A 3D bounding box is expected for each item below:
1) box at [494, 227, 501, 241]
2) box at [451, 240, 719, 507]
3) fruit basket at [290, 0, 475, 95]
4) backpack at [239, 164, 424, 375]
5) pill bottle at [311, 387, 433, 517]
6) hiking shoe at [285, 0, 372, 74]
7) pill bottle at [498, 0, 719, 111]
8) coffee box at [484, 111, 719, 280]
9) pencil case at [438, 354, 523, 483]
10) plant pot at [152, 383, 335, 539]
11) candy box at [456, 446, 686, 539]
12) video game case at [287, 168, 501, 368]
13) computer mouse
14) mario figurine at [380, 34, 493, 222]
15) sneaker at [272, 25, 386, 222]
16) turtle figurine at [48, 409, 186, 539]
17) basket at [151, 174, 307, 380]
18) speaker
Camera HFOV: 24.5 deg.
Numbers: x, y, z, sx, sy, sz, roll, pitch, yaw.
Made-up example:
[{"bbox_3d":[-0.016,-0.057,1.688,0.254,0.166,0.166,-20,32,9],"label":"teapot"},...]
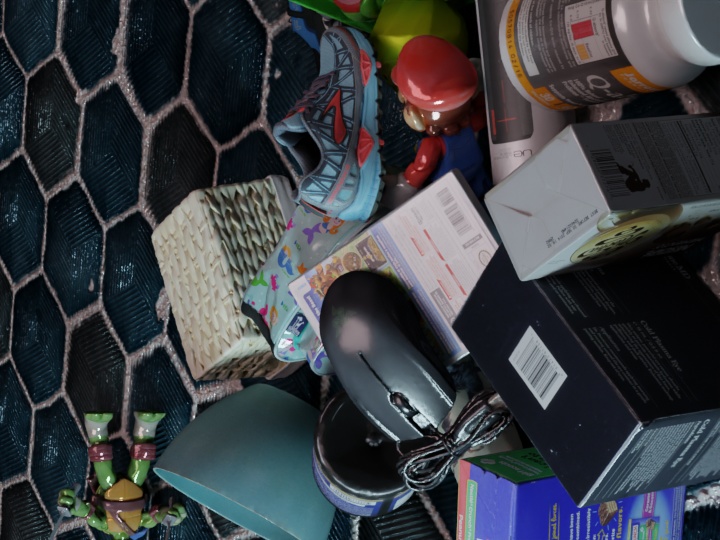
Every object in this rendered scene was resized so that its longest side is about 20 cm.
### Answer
[{"bbox_3d":[0.160,-0.033,1.459,0.200,0.082,0.049,-40,78,47],"label":"box"},{"bbox_3d":[0.209,0.073,1.332,0.200,0.182,0.104,56,135,33],"label":"box"},{"bbox_3d":[0.037,-0.252,1.567,0.216,0.155,0.216,-27,55,47],"label":"fruit basket"},{"bbox_3d":[0.000,0.000,1.602,0.151,0.177,0.200,45,120,36],"label":"backpack"},{"bbox_3d":[0.008,0.179,1.607,0.200,0.112,0.112,101,154,-74],"label":"pill bottle"},{"bbox_3d":[-0.058,-0.292,1.728,0.087,0.074,0.200,-52,55,41],"label":"hiking shoe"},{"bbox_3d":[0.217,-0.199,1.347,0.200,0.116,0.117,-6,89,53],"label":"pill bottle"},{"bbox_3d":[0.213,-0.061,1.298,0.113,0.200,0.080,-40,66,46],"label":"coffee box"},{"bbox_3d":[0.113,0.163,1.551,0.089,0.078,0.200,98,151,-62],"label":"pencil case"},{"bbox_3d":[-0.102,0.200,1.770,0.200,0.200,0.135,9,66,52],"label":"plant pot"},{"bbox_3d":[0.175,0.233,1.378,0.077,0.200,0.169,14,105,51],"label":"candy box"},{"bbox_3d":[0.045,0.022,1.473,0.200,0.018,0.143,-34,84,26],"label":"video game case"},{"bbox_3d":[0.031,0.089,1.452,0.138,0.053,0.200,-42,81,27],"label":"computer mouse"},{"bbox_3d":[0.071,-0.122,1.518,0.106,0.123,0.200,-5,118,18],"label":"mario figurine"},{"bbox_3d":[-0.031,-0.142,1.507,0.079,0.095,0.200,122,148,-57],"label":"sneaker"},{"bbox_3d":[-0.292,0.272,2.041,0.144,0.200,0.194,0,89,18],"label":"turtle figurine"},{"bbox_3d":[-0.131,0.012,1.815,0.136,0.123,0.200,-40,64,48],"label":"basket"},{"bbox_3d":[0.148,-0.174,1.470,0.081,0.081,0.200,-5,90,52],"label":"speaker"}]
